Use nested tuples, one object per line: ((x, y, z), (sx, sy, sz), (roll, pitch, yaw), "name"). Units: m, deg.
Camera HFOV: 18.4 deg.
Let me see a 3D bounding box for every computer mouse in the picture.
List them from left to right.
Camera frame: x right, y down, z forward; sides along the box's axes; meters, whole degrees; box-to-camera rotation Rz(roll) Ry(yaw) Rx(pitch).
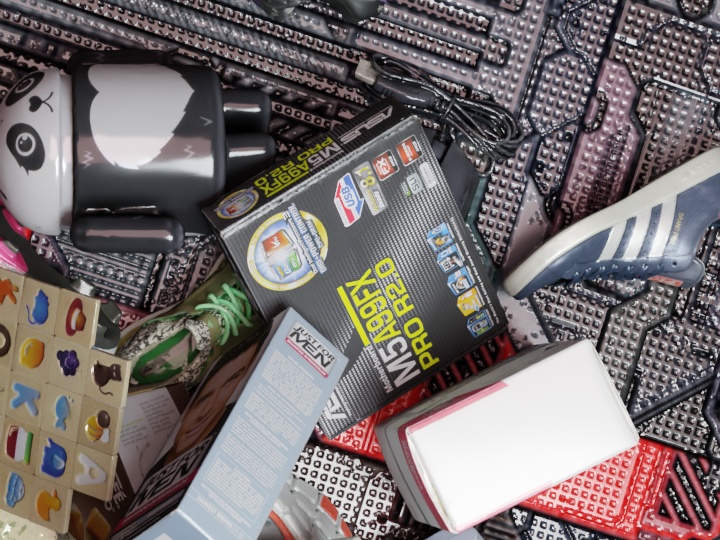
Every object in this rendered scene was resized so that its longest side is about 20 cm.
((0.028, -0.051, 1.641), (0.138, 0.053, 0.201), (25, 87, -8), "computer mouse")

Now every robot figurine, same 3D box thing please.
((-0.161, -0.086, 1.577), (0.199, 0.150, 0.125), (-1, 103, -8), "robot figurine")

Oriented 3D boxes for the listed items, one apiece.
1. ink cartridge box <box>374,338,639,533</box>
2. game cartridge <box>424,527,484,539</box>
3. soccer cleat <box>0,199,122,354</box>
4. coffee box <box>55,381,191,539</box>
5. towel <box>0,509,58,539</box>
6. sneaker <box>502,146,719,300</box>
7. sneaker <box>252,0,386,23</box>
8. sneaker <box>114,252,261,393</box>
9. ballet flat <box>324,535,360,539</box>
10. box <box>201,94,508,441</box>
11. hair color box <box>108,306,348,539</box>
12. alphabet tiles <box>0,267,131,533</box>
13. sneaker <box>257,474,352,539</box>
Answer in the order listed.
((0.096, 0.116, 1.578), (0.146, 0.200, 0.083), (-26, 90, -7), "ink cartridge box")
((0.031, 0.281, 1.623), (0.200, 0.041, 0.133), (-43, 121, -6), "game cartridge")
((-0.261, 0.007, 1.594), (0.200, 0.070, 0.086), (45, 112, 4), "soccer cleat")
((-0.143, 0.193, 1.551), (0.080, 0.114, 0.201), (-12, 74, -42), "coffee box")
((-0.278, 0.227, 1.607), (0.148, 0.036, 0.200), (42, 85, -6), "towel")
((0.204, -0.013, 1.655), (0.200, 0.075, 0.085), (-28, 89, -7), "sneaker")
((-0.072, -0.228, 1.618), (0.199, 0.076, 0.088), (10, 95, -8), "sneaker")
((-0.101, 0.038, 1.597), (0.200, 0.089, 0.077), (-40, 97, 2), "sneaker")
((-0.071, 0.240, 1.582), (0.069, 0.070, 0.200), (31, 126, -7), "ballet flat")
((0.000, 0.000, 1.574), (0.160, 0.044, 0.200), (-31, 123, -9), "box")
((-0.090, 0.125, 1.485), (0.061, 0.099, 0.200), (43, 43, -13), "hair color box")
((-0.242, 0.084, 1.544), (0.199, 0.006, 0.167), (16, 103, 31), "alphabet tiles")
((-0.071, 0.191, 1.631), (0.082, 0.077, 0.200), (-31, 102, 25), "sneaker")
